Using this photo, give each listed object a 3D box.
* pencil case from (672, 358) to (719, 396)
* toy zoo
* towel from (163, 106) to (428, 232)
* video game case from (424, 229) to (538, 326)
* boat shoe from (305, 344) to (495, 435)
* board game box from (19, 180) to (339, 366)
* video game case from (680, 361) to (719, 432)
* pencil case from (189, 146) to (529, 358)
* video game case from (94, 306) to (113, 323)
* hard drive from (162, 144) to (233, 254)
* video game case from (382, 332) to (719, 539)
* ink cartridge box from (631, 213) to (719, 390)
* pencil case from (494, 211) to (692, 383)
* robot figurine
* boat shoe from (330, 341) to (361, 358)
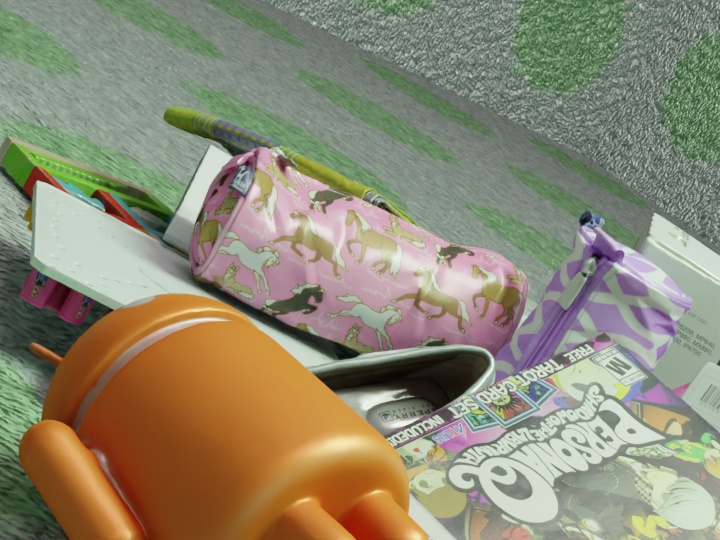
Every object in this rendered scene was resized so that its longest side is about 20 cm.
[{"bbox_3d":[0.219,0.156,1.097,0.094,0.091,0.200,-1,-64,59],"label":"pencil case"},{"bbox_3d":[-0.152,-0.023,1.309,0.131,0.020,0.200,21,14,-42],"label":"toy zoo"},{"bbox_3d":[-0.031,-0.055,1.331,0.200,0.023,0.144,27,-4,33],"label":"towel"},{"bbox_3d":[0.060,0.002,1.465,0.182,0.023,0.200,36,10,35],"label":"video game case"},{"bbox_3d":[-0.019,0.076,0.956,0.202,0.065,0.075,-6,53,-38],"label":"boat shoe"},{"bbox_3d":[-0.099,0.025,1.092,0.200,0.026,0.200,29,8,-15],"label":"board game box"},{"bbox_3d":[0.183,0.150,0.967,0.143,0.200,0.018,28,-28,26],"label":"video game case"},{"bbox_3d":[0.000,0.000,1.151,0.200,0.087,0.083,25,31,-15],"label":"pencil case"},{"bbox_3d":[-0.063,0.086,1.050,0.200,0.022,0.182,30,10,-4],"label":"video game case"},{"bbox_3d":[-0.025,-0.002,1.247,0.200,0.027,0.132,30,22,-7],"label":"hard drive"},{"bbox_3d":[0.106,0.125,0.922,0.200,0.036,0.181,-21,51,-34],"label":"video game case"},{"bbox_3d":[0.167,0.074,1.225,0.084,0.200,0.144,30,11,5],"label":"ink cartridge box"},{"bbox_3d":[0.108,0.070,1.109,0.084,0.200,0.085,35,7,29],"label":"pencil case"},{"bbox_3d":[-0.060,0.085,0.812,0.200,0.144,0.117,39,-25,39],"label":"robot figurine"},{"bbox_3d":[-0.017,0.023,1.324,0.200,0.071,0.070,41,30,3],"label":"boat shoe"}]
